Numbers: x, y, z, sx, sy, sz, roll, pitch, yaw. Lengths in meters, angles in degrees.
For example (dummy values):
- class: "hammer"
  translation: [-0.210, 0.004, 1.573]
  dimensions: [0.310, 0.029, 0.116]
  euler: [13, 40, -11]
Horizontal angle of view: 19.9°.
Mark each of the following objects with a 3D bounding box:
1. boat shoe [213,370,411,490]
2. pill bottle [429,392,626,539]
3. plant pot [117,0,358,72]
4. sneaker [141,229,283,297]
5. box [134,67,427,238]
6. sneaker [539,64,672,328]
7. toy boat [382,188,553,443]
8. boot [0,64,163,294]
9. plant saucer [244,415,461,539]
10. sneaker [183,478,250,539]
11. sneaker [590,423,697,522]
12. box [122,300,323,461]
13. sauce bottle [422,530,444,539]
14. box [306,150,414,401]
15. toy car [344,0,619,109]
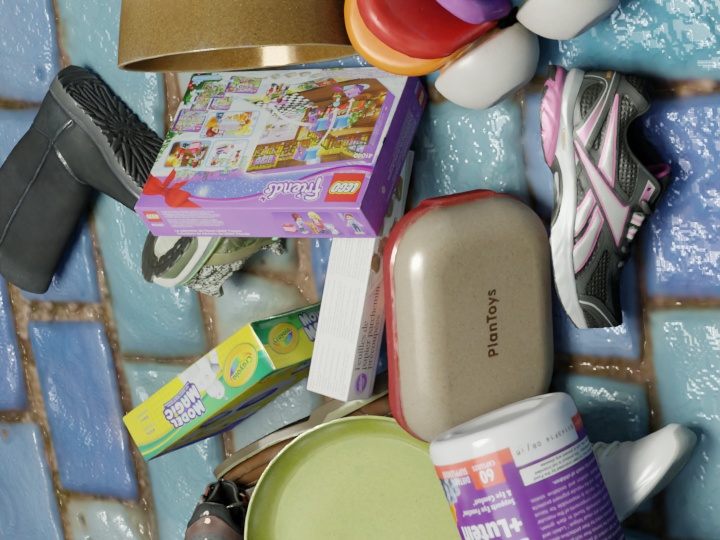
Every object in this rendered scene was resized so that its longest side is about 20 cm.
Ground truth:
- class: "boat shoe"
  translation: [-0.040, 0.153, 1.682]
  dimensions: [0.200, 0.072, 0.068]
  euler: [-30, 87, 38]
- class: "pill bottle"
  translation: [0.133, 0.198, 1.469]
  dimensions: [0.111, 0.111, 0.200]
  euler: [-20, 91, 37]
- class: "plant pot"
  translation: [-0.093, -0.255, 1.526]
  dimensions: [0.186, 0.186, 0.200]
  euler: [-3, 91, 35]
- class: "sneaker"
  translation: [-0.085, -0.051, 1.654]
  dimensions: [0.200, 0.089, 0.077]
  euler: [-41, 43, 20]
- class: "box"
  translation: [-0.061, -0.090, 1.564]
  dimensions: [0.200, 0.137, 0.039]
  euler: [1, 145, 29]
- class: "sneaker"
  translation: [0.179, -0.049, 1.461]
  dimensions: [0.086, 0.080, 0.200]
  euler: [-2, 116, 14]
- class: "toy boat"
  translation: [0.066, 0.032, 1.555]
  dimensions: [0.131, 0.130, 0.200]
  euler: [28, 125, 59]
- class: "boot"
  translation: [-0.245, -0.049, 1.754]
  dimensions: [0.165, 0.066, 0.200]
  euler: [51, 124, 19]
- class: "plant saucer"
  translation: [0.009, 0.211, 1.617]
  dimensions: [0.200, 0.031, 0.200]
  euler: [1, 96, 7]
- class: "sneaker"
  translation: [-0.103, 0.212, 1.694]
  dimensions: [0.077, 0.200, 0.082]
  euler: [4, 89, 3]
- class: "sneaker"
  translation: [0.168, 0.162, 1.546]
  dimensions: [0.200, 0.070, 0.080]
  euler: [-41, 79, 37]
- class: "box"
  translation: [-0.088, 0.081, 1.661]
  dimensions: [0.200, 0.117, 0.048]
  euler: [-39, 77, 37]
- class: "sauce bottle"
  translation: [0.010, 0.288, 1.673]
  dimensions: [0.066, 0.066, 0.200]
  euler: [42, 101, 15]
- class: "box"
  translation: [0.000, 0.000, 1.592]
  dimensions: [0.041, 0.039, 0.200]
  euler: [14, 99, 32]
- class: "toy car"
  translation: [0.068, -0.211, 1.429]
  dimensions: [0.200, 0.150, 0.175]
  euler: [-39, 83, 37]
